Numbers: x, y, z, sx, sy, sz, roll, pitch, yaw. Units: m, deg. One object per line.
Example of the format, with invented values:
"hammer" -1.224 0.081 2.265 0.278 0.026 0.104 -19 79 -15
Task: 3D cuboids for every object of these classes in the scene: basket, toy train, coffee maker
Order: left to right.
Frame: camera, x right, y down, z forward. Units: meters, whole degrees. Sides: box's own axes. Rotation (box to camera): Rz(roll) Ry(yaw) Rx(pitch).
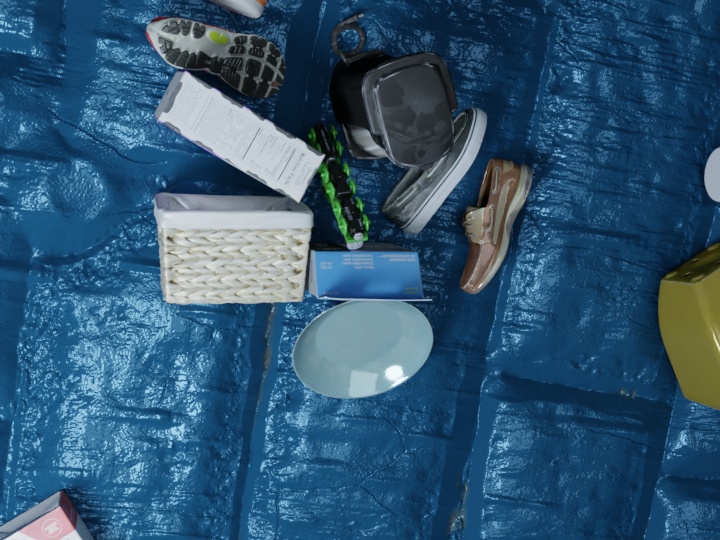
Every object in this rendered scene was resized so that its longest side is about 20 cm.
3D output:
"basket" -0.170 -0.029 1.340 0.198 0.136 0.125 1 103 -15
"toy train" -0.031 -0.111 1.345 0.041 0.201 0.057 -9 145 -14
"coffee maker" 0.029 -0.229 1.322 0.135 0.200 0.192 -41 106 -6

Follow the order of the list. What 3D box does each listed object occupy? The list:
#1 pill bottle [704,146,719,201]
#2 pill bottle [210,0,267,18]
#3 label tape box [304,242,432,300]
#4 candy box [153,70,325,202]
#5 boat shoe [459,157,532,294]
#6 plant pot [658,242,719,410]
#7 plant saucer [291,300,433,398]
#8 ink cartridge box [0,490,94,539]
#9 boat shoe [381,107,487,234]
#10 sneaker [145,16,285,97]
"pill bottle" 0.627 -0.140 1.536 0.198 0.111 0.113 2 98 -15
"pill bottle" -0.139 -0.435 1.292 0.113 0.114 0.202 23 93 -16
"label tape box" 0.000 0.000 1.351 0.142 0.200 0.067 0 94 -14
"candy box" -0.158 -0.173 1.300 0.199 0.168 0.072 29 93 -17
"boat shoe" 0.177 -0.066 1.457 0.071 0.076 0.202 22 84 -13
"plant pot" 0.557 0.070 1.516 0.193 0.195 0.201 -32 98 -8
"plant saucer" 0.001 0.098 1.420 0.199 0.039 0.202 -7 134 -7
"ink cartridge box" -0.403 0.418 1.381 0.116 0.067 0.201 -30 105 -8
"boat shoe" 0.102 -0.147 1.420 0.071 0.072 0.201 31 92 -21
"sneaker" -0.185 -0.286 1.325 0.199 0.085 0.078 17 103 -38
